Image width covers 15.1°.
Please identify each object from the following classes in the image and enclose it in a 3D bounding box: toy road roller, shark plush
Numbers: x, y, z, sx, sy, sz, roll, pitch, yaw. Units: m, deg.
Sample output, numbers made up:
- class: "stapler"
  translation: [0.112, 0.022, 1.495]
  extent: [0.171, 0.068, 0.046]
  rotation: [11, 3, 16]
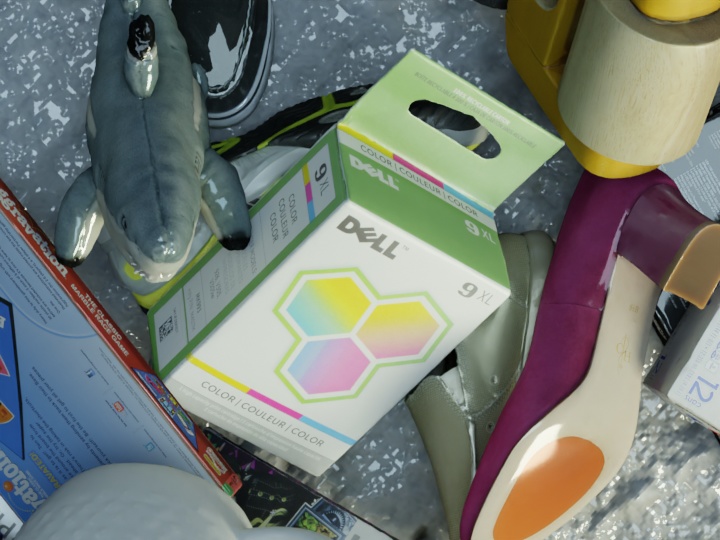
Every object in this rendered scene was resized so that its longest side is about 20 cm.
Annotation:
- class: "toy road roller"
  translation: [0.141, -0.154, 1.280]
  extent: [0.145, 0.123, 0.201]
  rotation: [-12, 53, -22]
- class: "shark plush"
  translation: [-0.090, -0.089, 1.240]
  extent: [0.090, 0.083, 0.201]
  rotation: [5, 72, 2]

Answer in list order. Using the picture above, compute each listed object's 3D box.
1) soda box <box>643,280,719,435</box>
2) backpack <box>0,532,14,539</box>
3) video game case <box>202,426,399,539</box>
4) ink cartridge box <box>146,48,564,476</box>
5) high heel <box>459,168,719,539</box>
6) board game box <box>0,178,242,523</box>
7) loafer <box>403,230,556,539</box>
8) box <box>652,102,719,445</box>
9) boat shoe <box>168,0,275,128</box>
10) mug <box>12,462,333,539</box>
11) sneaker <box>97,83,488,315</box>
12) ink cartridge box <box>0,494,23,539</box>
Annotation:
- class: "soda box"
  translation: [0.217, -0.011, 1.299]
  extent: [0.063, 0.068, 0.201]
  rotation: [31, 90, -5]
- class: "backpack"
  translation: [-0.250, 0.208, 1.239]
  extent: [0.134, 0.200, 0.184]
  rotation: [19, 108, 4]
- class: "video game case"
  translation: [-0.061, 0.196, 1.280]
  extent: [0.181, 0.036, 0.201]
  rotation: [26, 78, 36]
- class: "ink cartridge box"
  translation: [0.000, 0.000, 1.273]
  extent: [0.104, 0.059, 0.200]
  rotation: [29, 121, -31]
- class: "high heel"
  translation: [0.095, 0.041, 1.298]
  extent: [0.067, 0.096, 0.200]
  rotation: [36, 92, -40]
- class: "board game box"
  translation: [-0.155, 0.051, 1.279]
  extent: [0.103, 0.019, 0.200]
  rotation: [-36, 95, 26]
- class: "loafer"
  translation: [0.054, 0.077, 1.337]
  extent: [0.068, 0.076, 0.201]
  rotation: [7, 83, -3]
- class: "box"
  translation: [0.226, 0.005, 1.357]
  extent: [0.160, 0.044, 0.201]
  rotation: [-31, 94, -2]
- class: "boat shoe"
  translation: [-0.077, -0.169, 1.315]
  extent: [0.073, 0.068, 0.201]
  rotation: [0, 92, -4]
- class: "mug"
  translation: [-0.082, 0.176, 1.185]
  extent: [0.199, 0.176, 0.148]
  rotation: [-15, 137, 26]
- class: "sneaker"
  translation: [-0.030, -0.036, 1.330]
  extent: [0.199, 0.075, 0.077]
  rotation: [-18, 105, 5]
- class: "ink cartridge box"
  translation: [-0.237, 0.086, 1.328]
  extent: [0.200, 0.045, 0.176]
  rotation: [40, 88, -4]
